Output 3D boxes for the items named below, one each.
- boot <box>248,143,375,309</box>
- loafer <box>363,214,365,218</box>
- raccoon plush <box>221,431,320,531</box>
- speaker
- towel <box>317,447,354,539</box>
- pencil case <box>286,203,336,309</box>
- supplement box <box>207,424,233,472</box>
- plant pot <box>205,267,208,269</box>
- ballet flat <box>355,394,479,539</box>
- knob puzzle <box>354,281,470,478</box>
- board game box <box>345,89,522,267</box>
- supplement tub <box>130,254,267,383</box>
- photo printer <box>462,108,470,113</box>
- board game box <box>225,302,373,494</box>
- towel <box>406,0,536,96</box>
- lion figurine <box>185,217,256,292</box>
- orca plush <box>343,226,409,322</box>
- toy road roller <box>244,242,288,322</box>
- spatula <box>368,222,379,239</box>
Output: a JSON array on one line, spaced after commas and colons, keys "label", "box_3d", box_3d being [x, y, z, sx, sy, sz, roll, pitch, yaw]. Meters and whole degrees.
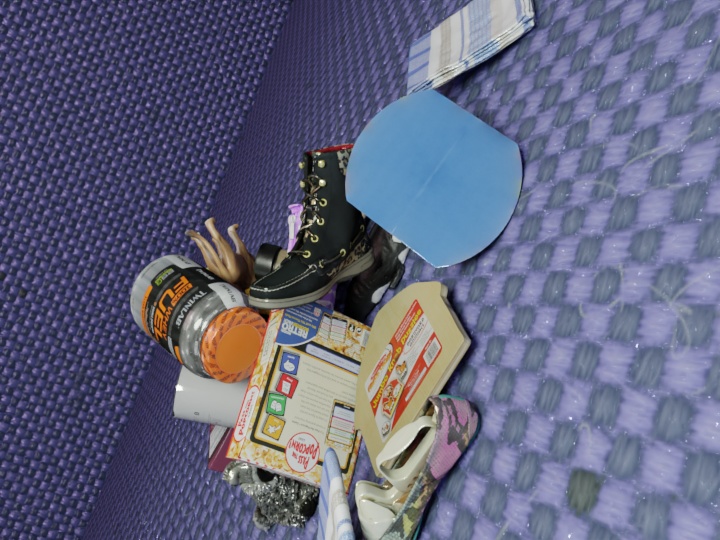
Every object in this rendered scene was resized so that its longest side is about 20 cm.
[{"label": "boot", "box_3d": [-0.060, -0.054, 0.775, 0.072, 0.202, 0.158, 9, 114, 37]}, {"label": "loafer", "box_3d": [-0.004, -0.133, 1.073, 0.203, 0.067, 0.076, -59, 21, 0]}, {"label": "raccoon plush", "box_3d": [-0.139, 0.290, 0.885, 0.201, 0.132, 0.098, -54, 25, 28]}, {"label": "speaker", "box_3d": [-0.157, 0.183, 0.942, 0.081, 0.195, 0.083, -169, 90, -83]}, {"label": "towel", "box_3d": [-0.021, 0.295, 0.643, 0.201, 0.023, 0.150, -109, 20, -58]}, {"label": "pencil case", "box_3d": [-0.073, 0.012, 0.919, 0.082, 0.085, 0.205, -11, 64, 32]}, {"label": "supplement box", "box_3d": [-0.174, 0.230, 1.069, 0.087, 0.109, 0.201, -58, 23, 17]}, {"label": "plant pot", "box_3d": [-0.233, 0.117, 1.280, 0.186, 0.183, 0.205, -29, 57, 57]}, {"label": "ballet flat", "box_3d": [0.038, 0.200, 0.635, 0.203, 0.070, 0.069, -62, 22, 13]}, {"label": "knob puzzle", "box_3d": [0.051, 0.102, 0.762, 0.220, 0.030, 0.223, -51, 26, 37]}, {"label": "board game box", "box_3d": [0.083, -0.101, 0.754, 0.159, 0.199, 0.039, -53, -19, 0]}, {"label": "supplement tub", "box_3d": [-0.217, 0.065, 0.912, 0.198, 0.121, 0.125, 25, 90, 41]}, {"label": "photo printer", "box_3d": [0.071, -0.140, 0.872, 0.167, 0.069, 0.200, -49, 23, 3]}, {"label": "board game box", "box_3d": [-0.060, 0.148, 0.817, 0.046, 0.149, 0.204, -20, 49, 58]}, {"label": "towel", "box_3d": [0.142, -0.317, 0.903, 0.197, 0.024, 0.149, -26, 40, 33]}, {"label": "lion figurine", "box_3d": [-0.195, -0.007, 1.022, 0.071, 0.125, 0.200, -27, -4, 14]}, {"label": "orca plush", "box_3d": [0.000, 0.000, 0.936, 0.201, 0.070, 0.107, -53, 25, 33]}, {"label": "toy road roller", "box_3d": [-0.104, 0.068, 1.026, 0.147, 0.120, 0.204, 77, -154, -66]}, {"label": "spatula", "box_3d": [-0.003, -0.037, 1.051, 0.200, 0.020, 0.057, -47, 20, 40]}]
